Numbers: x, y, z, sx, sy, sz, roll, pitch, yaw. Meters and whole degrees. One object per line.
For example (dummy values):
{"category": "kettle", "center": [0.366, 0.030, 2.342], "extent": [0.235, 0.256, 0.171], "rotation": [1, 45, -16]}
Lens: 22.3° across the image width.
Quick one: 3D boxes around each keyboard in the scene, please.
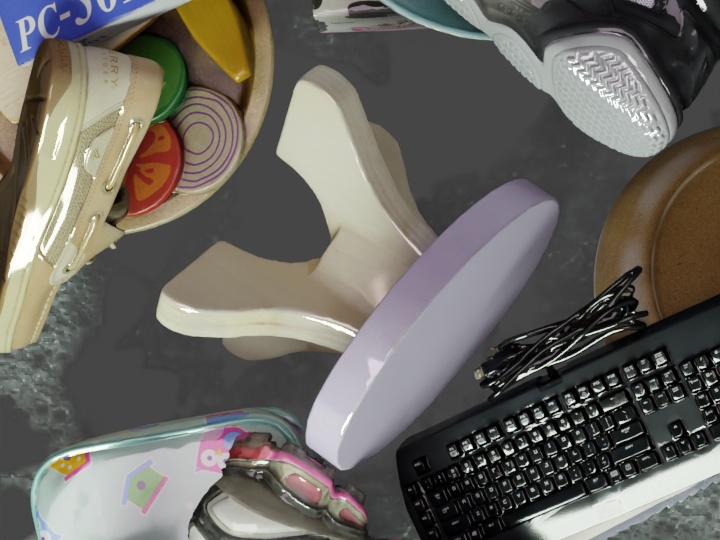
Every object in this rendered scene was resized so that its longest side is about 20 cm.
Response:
{"category": "keyboard", "center": [0.097, 0.073, 0.878], "extent": [0.199, 0.040, 0.105], "rotation": [-28, 81, 24]}

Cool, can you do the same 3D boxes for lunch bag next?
{"category": "lunch bag", "center": [-0.077, 0.176, 0.943], "extent": [0.159, 0.077, 0.202], "rotation": [-12, 89, 0]}

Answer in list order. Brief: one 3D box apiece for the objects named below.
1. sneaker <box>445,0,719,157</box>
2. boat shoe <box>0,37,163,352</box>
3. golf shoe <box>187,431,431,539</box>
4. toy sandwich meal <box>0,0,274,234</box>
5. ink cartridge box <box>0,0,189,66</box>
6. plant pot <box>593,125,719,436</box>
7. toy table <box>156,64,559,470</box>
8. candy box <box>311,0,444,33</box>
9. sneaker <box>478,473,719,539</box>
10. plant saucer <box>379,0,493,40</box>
{"category": "sneaker", "center": [0.099, -0.155, 0.848], "extent": [0.114, 0.076, 0.200], "rotation": [-42, 83, -11]}
{"category": "boat shoe", "center": [-0.148, -0.028, 0.924], "extent": [0.064, 0.201, 0.072], "rotation": [4, 48, -22]}
{"category": "golf shoe", "center": [0.002, 0.165, 0.880], "extent": [0.199, 0.073, 0.093], "rotation": [34, 68, -13]}
{"category": "toy sandwich meal", "center": [-0.142, -0.119, 0.960], "extent": [0.203, 0.070, 0.207], "rotation": [0, 88, 5]}
{"category": "ink cartridge box", "center": [-0.094, -0.176, 0.865], "extent": [0.199, 0.044, 0.095], "rotation": [-20, 91, 28]}
{"category": "plant pot", "center": [0.216, 0.010, 0.907], "extent": [0.198, 0.028, 0.202], "rotation": [2, 66, -4]}
{"category": "toy table", "center": [0.000, 0.000, 0.901], "extent": [0.117, 0.200, 0.185], "rotation": [33, 122, 15]}
{"category": "candy box", "center": [0.039, -0.229, 0.951], "extent": [0.135, 0.061, 0.202], "rotation": [-2, 88, 3]}
{"category": "sneaker", "center": [0.139, 0.080, 0.929], "extent": [0.199, 0.070, 0.083], "rotation": [-27, 89, 2]}
{"category": "plant saucer", "center": [0.068, -0.211, 0.900], "extent": [0.198, 0.036, 0.202], "rotation": [0, 89, 2]}
